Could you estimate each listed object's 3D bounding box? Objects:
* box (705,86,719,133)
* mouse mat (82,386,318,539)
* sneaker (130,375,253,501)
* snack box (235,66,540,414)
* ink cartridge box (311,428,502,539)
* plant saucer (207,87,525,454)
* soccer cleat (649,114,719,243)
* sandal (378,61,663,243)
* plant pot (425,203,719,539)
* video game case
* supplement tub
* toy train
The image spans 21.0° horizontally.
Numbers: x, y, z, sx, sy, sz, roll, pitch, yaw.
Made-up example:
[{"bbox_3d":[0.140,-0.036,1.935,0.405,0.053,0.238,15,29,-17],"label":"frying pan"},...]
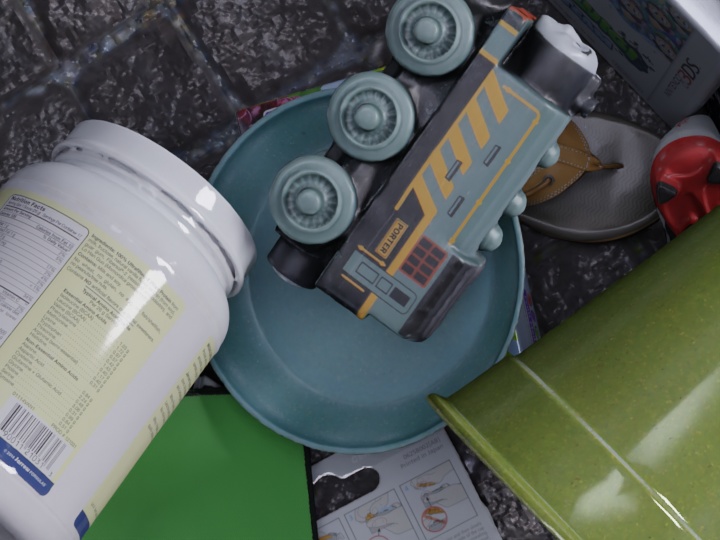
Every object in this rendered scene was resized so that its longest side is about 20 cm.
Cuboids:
[{"bbox_3d":[0.242,-0.163,1.079,0.103,0.200,0.183,-17,83,-1],"label":"box"},{"bbox_3d":[-0.096,0.166,1.086,0.160,0.008,0.202,-1,79,-22],"label":"mouse mat"},{"bbox_3d":[-0.147,0.085,1.131,0.199,0.081,0.076,23,72,-16],"label":"sneaker"},{"bbox_3d":[0.019,-0.012,1.122,0.141,0.053,0.202,-15,85,19],"label":"snack box"},{"bbox_3d":[0.020,0.205,1.134,0.162,0.057,0.201,-27,65,-1],"label":"ink cartridge box"},{"bbox_3d":[0.000,0.000,1.081,0.198,0.036,0.202,0,90,21],"label":"plant saucer"},{"bbox_3d":[0.214,0.005,1.124,0.068,0.085,0.201,-14,111,19],"label":"soccer cleat"},{"bbox_3d":[0.093,-0.075,1.146,0.199,0.055,0.082,24,85,4],"label":"sandal"},{"bbox_3d":[0.168,0.069,0.979,0.190,0.200,0.200,-45,85,-1],"label":"plant pot"},{"bbox_3d":[0.129,-0.172,1.091,0.024,0.182,0.200,-42,85,-5],"label":"video game case"},{"bbox_3d":[-0.158,0.036,1.012,0.145,0.145,0.201,34,69,4],"label":"supplement tub"},{"bbox_3d":[0.037,-0.060,1.010,0.114,0.085,0.201,36,100,4],"label":"toy train"}]
